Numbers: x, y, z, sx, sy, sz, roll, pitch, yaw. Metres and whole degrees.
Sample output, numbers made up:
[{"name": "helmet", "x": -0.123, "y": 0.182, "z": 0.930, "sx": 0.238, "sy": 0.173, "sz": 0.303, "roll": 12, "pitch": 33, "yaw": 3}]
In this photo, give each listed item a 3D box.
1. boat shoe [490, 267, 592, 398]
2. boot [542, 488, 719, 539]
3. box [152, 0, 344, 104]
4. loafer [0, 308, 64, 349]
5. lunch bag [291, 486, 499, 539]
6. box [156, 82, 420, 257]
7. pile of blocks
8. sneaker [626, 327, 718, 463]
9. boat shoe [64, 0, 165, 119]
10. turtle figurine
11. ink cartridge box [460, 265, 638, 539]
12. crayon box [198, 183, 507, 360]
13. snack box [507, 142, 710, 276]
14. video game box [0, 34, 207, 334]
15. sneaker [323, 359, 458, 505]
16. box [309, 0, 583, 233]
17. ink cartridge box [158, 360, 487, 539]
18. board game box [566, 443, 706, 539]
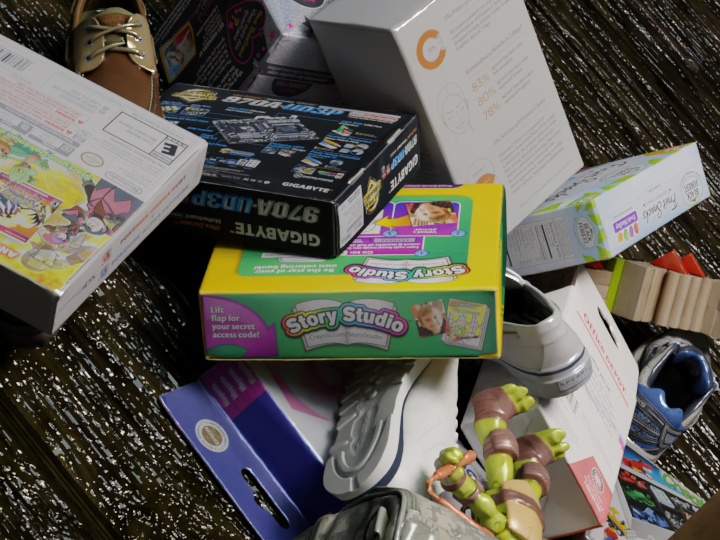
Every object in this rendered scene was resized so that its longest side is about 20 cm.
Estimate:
[{"name": "boat shoe", "x": 0.102, "y": 0.026, "z": 1.642, "sx": 0.074, "sy": 0.200, "sz": 0.067, "roll": -31, "pitch": 118, "yaw": -20}, {"name": "boot", "x": 0.214, "y": 0.194, "z": 1.571, "sx": 0.175, "sy": 0.200, "sz": 0.066, "roll": 36, "pitch": 33, "yaw": -11}, {"name": "box", "x": -0.038, "y": -0.170, "z": 1.773, "sx": 0.200, "sy": 0.132, "sz": 0.115, "roll": 3, "pitch": 50, "yaw": -43}, {"name": "loafer", "x": -0.206, "y": -0.019, "z": 1.506, "sx": 0.072, "sy": 0.063, "sz": 0.200, "roll": -2, "pitch": 47, "yaw": 1}, {"name": "lunch bag", "x": 0.052, "y": 0.225, "z": 1.386, "sx": 0.200, "sy": 0.168, "sz": 0.139, "roll": 32, "pitch": 51, "yaw": -18}, {"name": "box", "x": -0.078, "y": -0.075, "z": 1.609, "sx": 0.200, "sy": 0.046, "sz": 0.159, "roll": 9, "pitch": 29, "yaw": 20}, {"name": "pile of blocks", "x": 0.234, "y": 0.007, "z": 1.873, "sx": 0.200, "sy": 0.062, "sz": 0.082, "roll": 12, "pitch": 9, "yaw": -19}, {"name": "sneaker", "x": 0.256, "y": 0.092, "z": 1.826, "sx": 0.077, "sy": 0.085, "sz": 0.200, "roll": 42, "pitch": 33, "yaw": -1}, {"name": "boat shoe", "x": -0.181, "y": -0.151, "z": 1.621, "sx": 0.076, "sy": 0.074, "sz": 0.200, "roll": -3, "pitch": 32, "yaw": -11}, {"name": "turtle figurine", "x": 0.109, "y": 0.165, "z": 1.517, "sx": 0.200, "sy": 0.064, "sz": 0.161, "roll": 37, "pitch": 34, "yaw": -23}, {"name": "ink cartridge box", "x": 0.146, "y": 0.095, "z": 1.695, "sx": 0.117, "sy": 0.067, "sz": 0.200, "roll": 61, "pitch": 28, "yaw": -22}, {"name": "crayon box", "x": 0.000, "y": 0.000, "z": 1.573, "sx": 0.200, "sy": 0.058, "sz": 0.173, "roll": -1, "pitch": 27, "yaw": 6}, {"name": "snack box", "x": 0.174, "y": -0.044, "z": 1.807, "sx": 0.200, "sy": 0.142, "sz": 0.053, "roll": -28, "pitch": 104, "yaw": -55}, {"name": "video game box", "x": -0.229, "y": -0.066, "z": 1.463, "sx": 0.200, "sy": 0.047, "sz": 0.182, "roll": 28, "pitch": 43, "yaw": 13}, {"name": "sneaker", "x": 0.034, "y": 0.108, "z": 1.541, "sx": 0.081, "sy": 0.076, "sz": 0.200, "roll": 45, "pitch": 38, "yaw": -18}, {"name": "box", "x": 0.067, "y": -0.132, "z": 1.701, "sx": 0.124, "sy": 0.097, "sz": 0.200, "roll": -41, "pitch": 124, "yaw": -28}, {"name": "ink cartridge box", "x": -0.012, "y": 0.127, "z": 1.560, "sx": 0.196, "sy": 0.043, "sz": 0.200, "roll": 52, "pitch": 34, "yaw": 12}, {"name": "board game box", "x": 0.248, "y": 0.225, "z": 1.719, "sx": 0.200, "sy": 0.035, "sz": 0.126, "roll": 36, "pitch": 35, "yaw": -10}]
